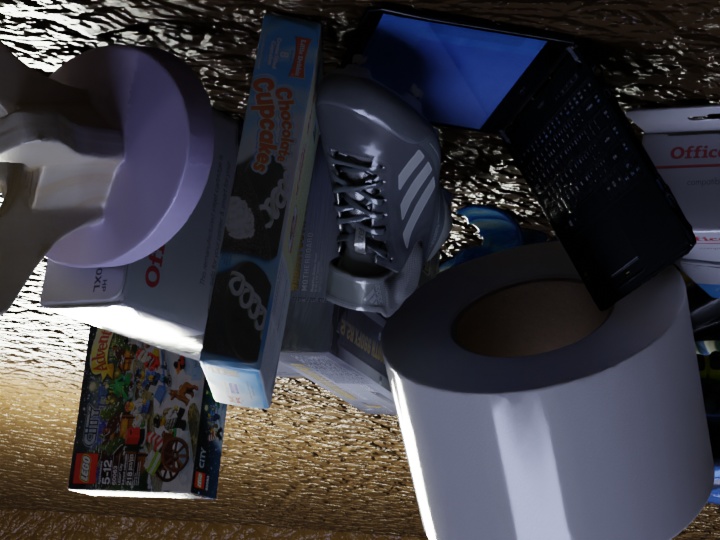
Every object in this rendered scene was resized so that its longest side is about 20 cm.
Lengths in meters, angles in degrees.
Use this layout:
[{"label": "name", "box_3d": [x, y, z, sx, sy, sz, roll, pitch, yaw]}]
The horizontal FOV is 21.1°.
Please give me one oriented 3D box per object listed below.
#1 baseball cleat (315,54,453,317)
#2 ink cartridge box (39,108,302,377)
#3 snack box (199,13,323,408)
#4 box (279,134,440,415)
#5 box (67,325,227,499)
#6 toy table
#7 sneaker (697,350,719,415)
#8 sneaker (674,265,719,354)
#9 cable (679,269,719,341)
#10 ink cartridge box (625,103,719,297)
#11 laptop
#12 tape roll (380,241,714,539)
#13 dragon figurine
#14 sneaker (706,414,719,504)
[{"label": "baseball cleat", "box_3d": [0.010, -0.036, 1.130, 0.069, 0.107, 0.200, 16, 161, 24]}, {"label": "ink cartridge box", "box_3d": [-0.104, -0.021, 1.284, 0.084, 0.146, 0.199, -4, 162, 40]}, {"label": "snack box", "box_3d": [-0.053, -0.031, 1.106, 0.037, 0.202, 0.116, 9, 166, 2]}, {"label": "box", "box_3d": [0.000, 0.000, 1.293, 0.048, 0.160, 0.200, 1, 166, 21]}, {"label": "box", "box_3d": [-0.175, 0.092, 1.650, 0.135, 0.202, 0.038, -3, 164, 33]}, {"label": "toy table", "box_3d": [-0.189, -0.067, 1.131, 0.116, 0.186, 0.199, -3, 161, -40]}, {"label": "sneaker", "box_3d": [0.226, 0.097, 1.422, 0.198, 0.079, 0.086, 15, 146, 6]}, {"label": "sneaker", "box_3d": [0.239, 0.025, 1.433, 0.145, 0.082, 0.199, 9, 172, -27]}, {"label": "cable", "box_3d": [0.220, 0.029, 1.373, 0.199, 0.051, 0.097, -26, 134, 21]}, {"label": "ink cartridge box", "box_3d": [0.244, -0.039, 1.205, 0.115, 0.069, 0.200, -1, 164, 28]}, {"label": "laptop", "box_3d": [0.080, -0.060, 1.126, 0.103, 0.201, 0.177, -28, 174, -14]}, {"label": "tape roll", "box_3d": [0.123, 0.087, 1.261, 0.200, 0.140, 0.203, -12, -156, 5]}, {"label": "dragon figurine", "box_3d": [0.098, -0.012, 1.402, 0.199, 0.100, 0.059, 20, 180, 43]}, {"label": "sneaker", "box_3d": [0.208, 0.133, 1.368, 0.198, 0.066, 0.079, -11, 140, 28]}]
